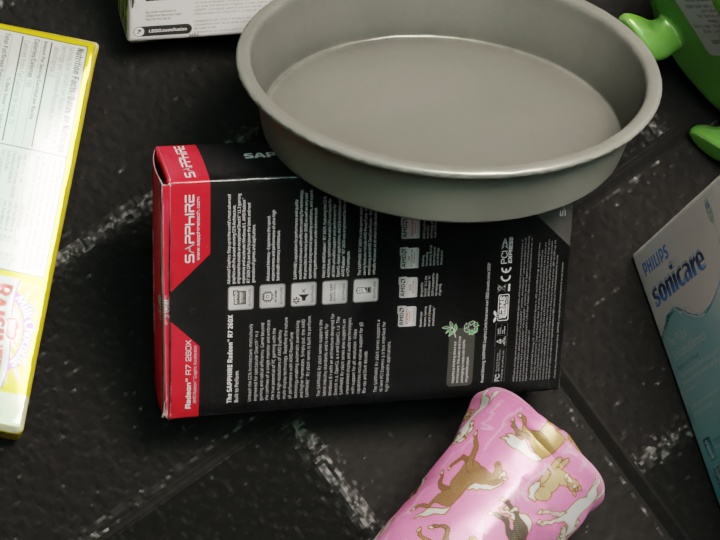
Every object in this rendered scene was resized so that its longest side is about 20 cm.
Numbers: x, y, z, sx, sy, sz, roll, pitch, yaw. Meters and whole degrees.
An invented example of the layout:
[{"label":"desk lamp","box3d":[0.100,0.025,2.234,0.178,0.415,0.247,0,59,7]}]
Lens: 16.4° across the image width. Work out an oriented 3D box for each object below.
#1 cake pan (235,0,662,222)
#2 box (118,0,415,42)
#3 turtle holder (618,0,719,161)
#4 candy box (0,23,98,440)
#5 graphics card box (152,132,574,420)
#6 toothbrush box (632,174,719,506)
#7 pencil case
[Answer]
[{"label":"cake pan","box3d":[0.040,-0.083,1.172,0.199,0.037,0.201,3,33,-2]},{"label":"box","box3d":[-0.019,-0.174,1.239,0.199,0.110,0.035,-5,36,-13]},{"label":"turtle holder","box3d":[0.239,-0.121,1.257,0.185,0.141,0.132,41,70,3]},{"label":"candy box","box3d":[-0.195,-0.025,1.205,0.102,0.026,0.201,12,73,-10]},{"label":"graphics card box","box3d":[0.000,0.000,1.192,0.199,0.051,0.126,-4,115,-11]},{"label":"toothbrush box","box3d":[0.219,0.054,1.203,0.085,0.146,0.201,-16,77,-15]},{"label":"pencil case","box3d":[0.029,0.151,1.167,0.083,0.087,0.200,24,66,42]}]
